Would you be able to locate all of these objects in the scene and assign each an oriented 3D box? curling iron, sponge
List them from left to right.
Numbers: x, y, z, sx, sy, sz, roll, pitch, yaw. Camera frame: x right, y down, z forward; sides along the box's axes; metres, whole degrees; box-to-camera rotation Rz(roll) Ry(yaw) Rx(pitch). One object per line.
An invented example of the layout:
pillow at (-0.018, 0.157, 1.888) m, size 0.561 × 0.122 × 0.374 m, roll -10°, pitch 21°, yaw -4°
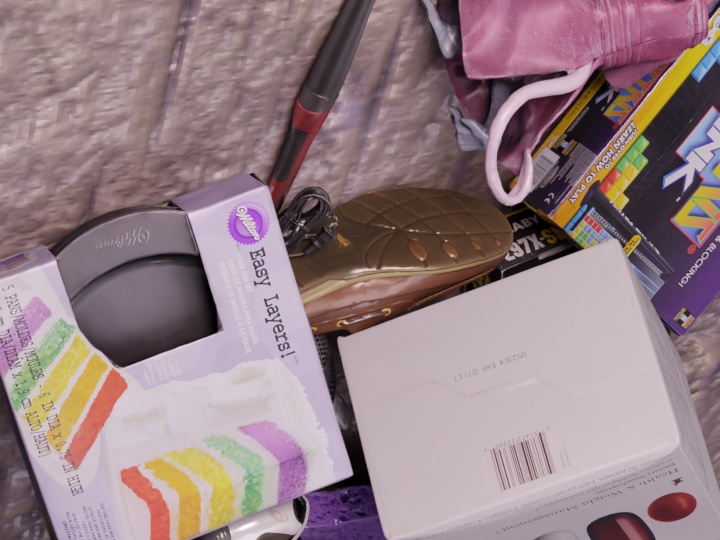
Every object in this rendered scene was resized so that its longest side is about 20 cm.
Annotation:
curling iron at (-0.018, -0.096, 1.291) m, size 0.049 × 0.026 × 0.201 m, roll 15°, pitch 117°, yaw -5°
sponge at (0.010, 0.180, 1.562) m, size 0.199 × 0.030 × 0.112 m, roll -5°, pitch 155°, yaw -35°

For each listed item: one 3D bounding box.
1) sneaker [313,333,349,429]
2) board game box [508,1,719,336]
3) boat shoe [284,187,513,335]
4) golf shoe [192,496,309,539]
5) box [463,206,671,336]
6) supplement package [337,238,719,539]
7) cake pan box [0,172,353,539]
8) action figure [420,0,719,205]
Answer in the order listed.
sneaker at (-0.101, 0.082, 1.389) m, size 0.199 × 0.078 × 0.092 m, roll -18°, pitch 122°, yaw -28°
board game box at (0.216, -0.080, 1.424) m, size 0.165 × 0.057 × 0.200 m, roll 37°, pitch 93°, yaw -38°
boat shoe at (0.000, 0.000, 1.377) m, size 0.199 × 0.072 × 0.068 m, roll -13°, pitch 141°, yaw -19°
golf shoe at (-0.076, 0.174, 1.414) m, size 0.094 × 0.078 × 0.200 m, roll -18°, pitch 178°, yaw -5°
box at (0.148, 0.030, 1.537) m, size 0.159 × 0.049 × 0.201 m, roll -23°, pitch 140°, yaw -22°
supplement package at (0.117, 0.110, 1.398) m, size 0.190 × 0.148 × 0.200 m, roll -20°, pitch 151°, yaw 11°
cake pan box at (-0.117, 0.058, 1.275) m, size 0.183 × 0.052 × 0.201 m, roll -19°, pitch 107°, yaw -14°
action figure at (0.142, -0.148, 1.284) m, size 0.199 × 0.149 × 0.134 m, roll -15°, pitch 133°, yaw -6°
